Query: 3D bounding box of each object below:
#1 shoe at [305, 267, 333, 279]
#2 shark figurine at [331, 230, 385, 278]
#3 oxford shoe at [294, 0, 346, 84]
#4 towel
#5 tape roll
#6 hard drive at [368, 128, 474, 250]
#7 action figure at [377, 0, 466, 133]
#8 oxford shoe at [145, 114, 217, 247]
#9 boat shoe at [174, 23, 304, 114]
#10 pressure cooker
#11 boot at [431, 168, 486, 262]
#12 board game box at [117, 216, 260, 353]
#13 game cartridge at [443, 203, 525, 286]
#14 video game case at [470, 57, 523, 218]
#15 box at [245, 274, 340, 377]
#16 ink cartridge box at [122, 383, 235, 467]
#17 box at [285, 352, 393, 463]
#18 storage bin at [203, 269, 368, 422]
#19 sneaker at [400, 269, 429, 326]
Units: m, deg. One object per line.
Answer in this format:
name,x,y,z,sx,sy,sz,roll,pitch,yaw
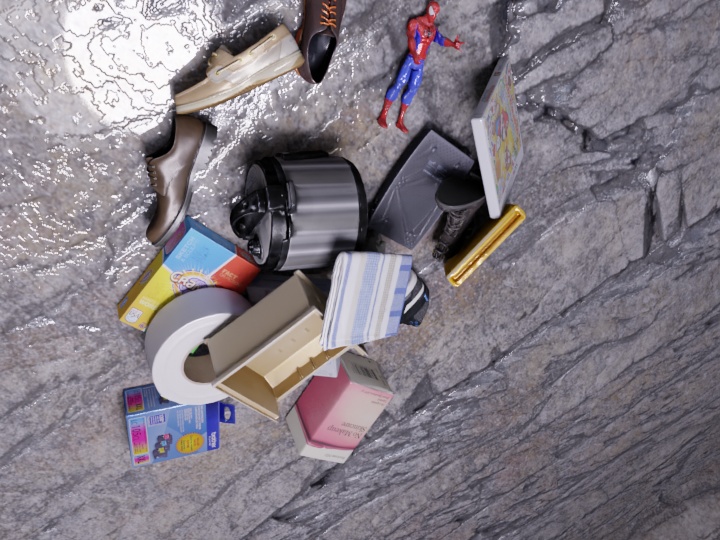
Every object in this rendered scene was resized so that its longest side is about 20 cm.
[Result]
shoe,-0.029,0.019,1.180,0.195,0.055,0.070,5,163,-26
shark figurine,-0.002,0.020,1.099,0.087,0.215,0.131,0,112,10
oxford shoe,-0.046,-0.365,0.888,0.069,0.073,0.204,-1,123,-25
towel,0.013,0.043,0.986,0.198,0.023,0.151,-1,106,-55
tape roll,-0.261,0.132,1.068,0.198,0.071,0.206,-18,134,-20
hard drive,0.103,-0.146,1.134,0.133,0.042,0.202,23,109,-36
action figure,0.094,-0.311,0.984,0.064,0.099,0.204,3,118,-29
oxford shoe,-0.286,-0.134,0.932,0.083,0.073,0.204,17,101,-32
boat shoe,-0.178,-0.284,0.885,0.196,0.074,0.071,-23,106,2
pressure cooker,-0.104,-0.090,0.980,0.195,0.180,0.179,-6,128,-24
boot,0.173,-0.085,1.146,0.198,0.069,0.177,-26,146,-48
board game box,-0.287,0.029,1.059,0.152,0.041,0.201,32,104,-39
game cartridge,0.227,-0.051,1.178,0.032,0.200,0.176,44,99,1
video game case,0.241,-0.227,1.086,0.184,0.022,0.202,-62,143,-37
box,-0.118,0.103,1.148,0.152,0.042,0.204,3,125,10
ink cartridge box,-0.337,0.277,1.184,0.195,0.077,0.139,-9,126,-23
box,-0.045,0.284,1.312,0.126,0.109,0.202,22,110,-36
storage bin,-0.116,0.132,1.027,0.198,0.095,0.199,-36,139,6
sneaker,0.064,0.101,1.263,0.200,0.073,0.112,-45,129,6
